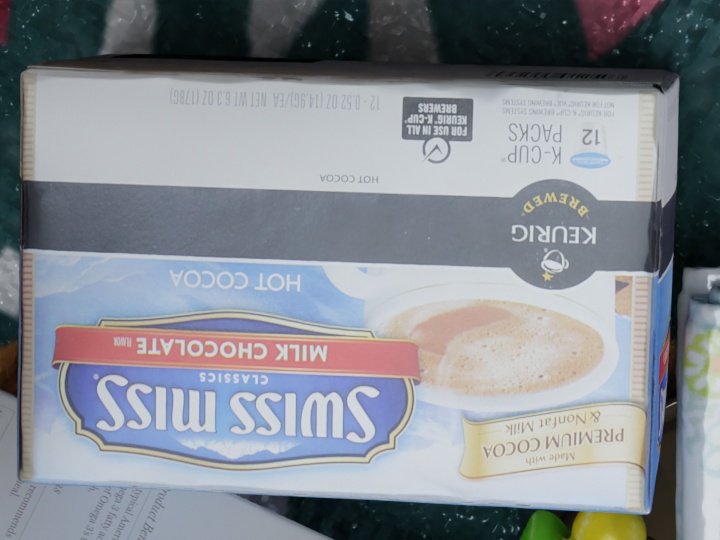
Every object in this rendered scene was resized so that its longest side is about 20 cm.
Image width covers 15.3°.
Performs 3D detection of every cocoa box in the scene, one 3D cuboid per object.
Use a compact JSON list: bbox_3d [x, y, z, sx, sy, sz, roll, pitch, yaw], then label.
[{"bbox_3d":[0.000,0.000,0.858,0.199,0.133,0.132,2,96,7],"label":"cocoa box"}]

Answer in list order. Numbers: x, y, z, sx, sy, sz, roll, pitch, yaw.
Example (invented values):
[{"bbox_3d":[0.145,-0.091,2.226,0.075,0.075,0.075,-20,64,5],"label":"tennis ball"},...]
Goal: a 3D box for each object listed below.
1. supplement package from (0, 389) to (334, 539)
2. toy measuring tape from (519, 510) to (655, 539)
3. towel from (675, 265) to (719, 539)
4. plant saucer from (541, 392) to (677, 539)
[{"bbox_3d":[-0.080,0.146,0.924,0.199,0.117,0.117,25,140,-1],"label":"supplement package"},{"bbox_3d":[0.059,0.166,0.928,0.073,0.074,0.201,23,112,-1],"label":"toy measuring tape"},{"bbox_3d":[0.188,0.092,0.883,0.170,0.048,0.201,-1,99,-1],"label":"towel"},{"bbox_3d":[0.154,0.124,0.949,0.199,0.029,0.201,2,110,7],"label":"plant saucer"}]
